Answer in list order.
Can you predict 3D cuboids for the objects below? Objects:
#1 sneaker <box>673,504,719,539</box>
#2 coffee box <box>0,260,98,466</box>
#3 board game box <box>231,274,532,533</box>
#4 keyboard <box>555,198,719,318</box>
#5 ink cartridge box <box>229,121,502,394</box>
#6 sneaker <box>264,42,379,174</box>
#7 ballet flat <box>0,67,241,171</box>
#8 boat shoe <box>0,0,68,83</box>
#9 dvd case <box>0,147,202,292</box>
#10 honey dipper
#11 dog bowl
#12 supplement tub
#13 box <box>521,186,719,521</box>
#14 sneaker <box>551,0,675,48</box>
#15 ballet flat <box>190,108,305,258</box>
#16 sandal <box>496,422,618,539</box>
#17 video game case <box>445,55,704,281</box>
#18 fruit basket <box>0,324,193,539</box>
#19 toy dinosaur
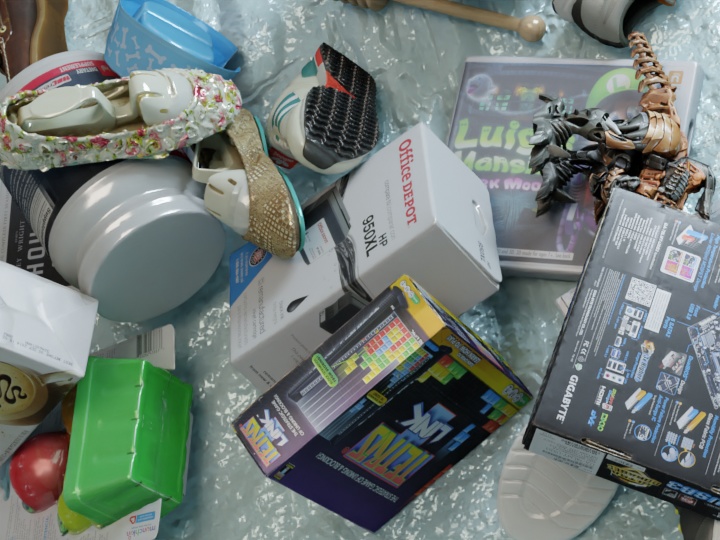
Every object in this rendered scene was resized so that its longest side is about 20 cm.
[{"bbox_3d":[0.241,0.148,1.466,0.085,0.074,0.200,-9,57,29],"label":"sneaker"},{"bbox_3d":[-0.305,0.080,1.653,0.200,0.113,0.080,-43,31,45],"label":"coffee box"},{"bbox_3d":[0.020,0.102,1.508,0.165,0.200,0.057,-42,61,6],"label":"board game box"},{"bbox_3d":[0.243,-0.008,1.541,0.200,0.011,0.056,-32,73,2],"label":"keyboard"},{"bbox_3d":[0.000,0.000,1.583,0.200,0.084,0.145,-34,31,19],"label":"ink cartridge box"},{"bbox_3d":[-0.039,-0.107,1.661,0.093,0.070,0.200,-50,15,22],"label":"sneaker"},{"bbox_3d":[-0.190,-0.122,1.607,0.200,0.064,0.076,-14,61,-8],"label":"ballet flat"},{"bbox_3d":[-0.302,-0.207,1.870,0.070,0.070,0.200,-14,56,13],"label":"boat shoe"},{"bbox_3d":[-0.225,-0.047,1.792,0.200,0.025,0.151,-8,66,22],"label":"dvd case"},{"bbox_3d":[0.063,-0.221,1.718,0.200,0.038,0.038,18,78,29],"label":"honey dipper"},{"bbox_3d":[-0.162,-0.184,1.739,0.050,0.111,0.200,-59,13,12],"label":"dog bowl"},{"bbox_3d":[-0.209,-0.070,1.697,0.140,0.140,0.200,-40,58,6],"label":"supplement tub"},{"bbox_3d":[0.235,0.063,1.424,0.198,0.050,0.200,20,63,3],"label":"box"},{"bbox_3d":[0.243,-0.258,1.633,0.200,0.074,0.079,-49,67,8],"label":"sneaker"},{"bbox_3d":[-0.095,-0.066,1.617,0.065,0.071,0.200,-2,26,-16],"label":"ballet flat"},{"bbox_3d":[0.166,0.111,1.523,0.082,0.050,0.203,25,98,11],"label":"sandal"},{"bbox_3d":[0.157,-0.081,1.623,0.200,0.023,0.182,4,71,27],"label":"video game case"},{"bbox_3d":[-0.224,0.153,1.685,0.200,0.094,0.185,-24,51,39],"label":"fruit basket"},{"bbox_3d":[0.199,-0.082,1.554,0.136,0.102,0.200,2,43,11],"label":"toy dinosaur"}]
